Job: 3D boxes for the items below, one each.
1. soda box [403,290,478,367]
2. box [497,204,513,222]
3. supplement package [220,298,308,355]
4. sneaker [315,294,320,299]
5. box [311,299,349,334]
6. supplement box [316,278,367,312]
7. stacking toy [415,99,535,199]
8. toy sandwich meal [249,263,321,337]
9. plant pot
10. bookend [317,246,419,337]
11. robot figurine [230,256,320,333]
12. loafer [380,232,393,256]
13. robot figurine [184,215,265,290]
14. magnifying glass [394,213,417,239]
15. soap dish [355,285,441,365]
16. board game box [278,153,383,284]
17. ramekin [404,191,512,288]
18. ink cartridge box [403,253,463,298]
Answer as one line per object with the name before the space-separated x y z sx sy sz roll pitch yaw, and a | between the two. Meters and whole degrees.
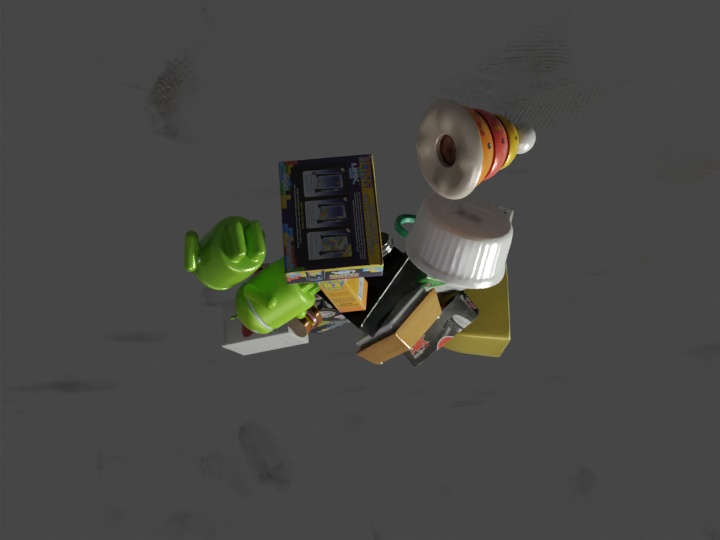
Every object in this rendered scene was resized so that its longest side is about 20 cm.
soda box | 0.185 0.138 1.815 0.199 0.071 0.063 -41 180 16
box | 0.282 -0.047 1.625 0.034 0.112 0.201 21 164 12
supplement package | -0.247 0.133 1.971 0.195 0.124 0.120 -13 159 19
sneaker | -0.067 0.028 1.786 0.195 0.086 0.121 11 149 -21
box | -0.106 0.121 2.095 0.158 0.045 0.198 12 154 -42
supplement box | -0.048 0.009 1.519 0.065 0.070 0.201 -6 148 20
stacking toy | 0.197 -0.202 1.197 0.197 0.149 0.146 -17 170 -32
toy sandwich meal | -0.177 0.069 1.744 0.202 0.071 0.206 30 155 15
plant pot | 0.263 0.100 1.938 0.194 0.201 0.195 1 161 2
bookend | 0.000 0.000 1.671 0.199 0.201 0.092 35 179 27
robot figurine | -0.174 0.050 1.582 0.198 0.117 0.175 -31 164 12
loafer | -0.029 -0.049 1.596 0.195 0.074 0.073 -13 135 16
robot figurine | -0.260 -0.031 1.507 0.172 0.118 0.199 -7 165 -36
magnifying glass | 0.150 -0.054 1.501 0.079 0.198 0.023 -26 140 -47
soap dish | 0.087 0.130 1.750 0.157 0.082 0.199 -45 -175 -32
board game box | -0.051 -0.087 1.279 0.161 0.205 0.057 -4 160 -3
ramekin | 0.186 -0.064 1.420 0.195 0.202 0.100 2 125 -20
ink cartridge box | 0.132 0.020 1.815 0.144 0.085 0.198 12 154 -41
